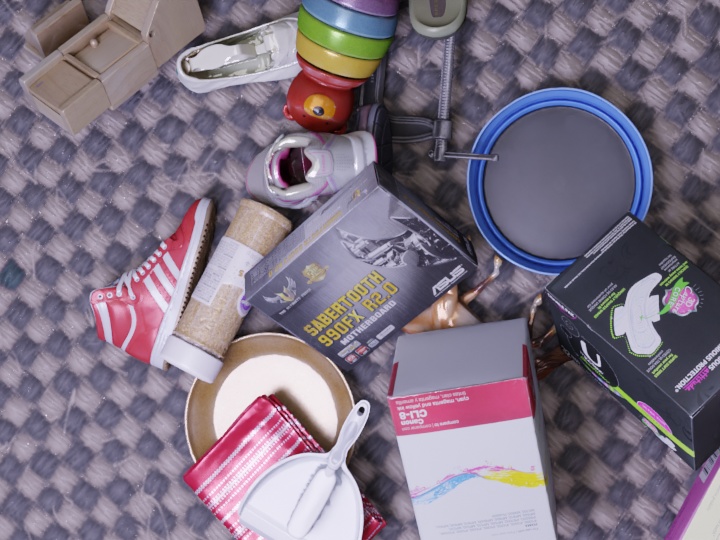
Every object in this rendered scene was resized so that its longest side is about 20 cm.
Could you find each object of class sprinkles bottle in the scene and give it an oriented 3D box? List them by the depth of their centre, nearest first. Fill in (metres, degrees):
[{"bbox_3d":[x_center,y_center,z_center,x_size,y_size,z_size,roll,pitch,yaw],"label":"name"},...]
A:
[{"bbox_3d":[-0.147,0.021,1.443,0.068,0.068,0.201,26,83,8],"label":"sprinkles bottle"}]

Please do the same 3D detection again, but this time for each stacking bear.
[{"bbox_3d":[-0.022,-0.241,1.395,0.120,0.114,0.201,16,115,-11],"label":"stacking bear"}]

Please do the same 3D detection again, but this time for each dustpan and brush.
[{"bbox_3d":[-0.038,0.223,1.393,0.139,0.057,0.201,30,96,7],"label":"dustpan and brush"}]

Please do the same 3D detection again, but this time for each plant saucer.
[{"bbox_3d":[-0.099,0.170,1.473,0.198,0.035,0.203,0,91,10],"label":"plant saucer"}]

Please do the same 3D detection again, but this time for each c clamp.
[{"bbox_3d":[0.074,-0.216,1.432,0.169,0.027,0.202,-1,90,28],"label":"c clamp"}]

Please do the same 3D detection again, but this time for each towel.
[{"bbox_3d":[-0.087,0.253,1.444,0.145,0.022,0.200,-44,85,8],"label":"towel"}]

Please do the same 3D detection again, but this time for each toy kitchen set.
[{"bbox_3d":[-0.308,-0.296,1.404,0.163,0.181,0.200,33,65,29],"label":"toy kitchen set"}]

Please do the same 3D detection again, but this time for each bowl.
[{"bbox_3d":[0.215,-0.095,1.416,0.198,0.039,0.203,0,91,9],"label":"bowl"}]

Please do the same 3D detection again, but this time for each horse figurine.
[{"bbox_3d":[0.136,0.060,1.425,0.200,0.050,0.133,39,100,5],"label":"horse figurine"}]

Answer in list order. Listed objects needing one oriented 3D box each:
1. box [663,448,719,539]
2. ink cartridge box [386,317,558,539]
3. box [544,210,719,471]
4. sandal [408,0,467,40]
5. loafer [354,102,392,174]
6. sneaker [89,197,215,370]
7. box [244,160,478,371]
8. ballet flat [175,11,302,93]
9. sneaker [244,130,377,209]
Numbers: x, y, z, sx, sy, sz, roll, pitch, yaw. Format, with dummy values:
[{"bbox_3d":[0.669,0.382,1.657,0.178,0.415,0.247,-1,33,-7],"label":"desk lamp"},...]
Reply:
[{"bbox_3d":[0.440,0.276,1.358,0.199,0.097,0.177,27,95,8],"label":"box"},{"bbox_3d":[0.120,0.176,1.353,0.143,0.146,0.202,-10,111,10],"label":"ink cartridge box"},{"bbox_3d":[0.302,0.071,1.305,0.124,0.149,0.200,-40,58,-8],"label":"box"},{"bbox_3d":[0.079,-0.344,1.404,0.079,0.057,0.203,-12,65,11],"label":"sandal"},{"bbox_3d":[-0.003,-0.083,1.432,0.062,0.072,0.202,4,103,22],"label":"loafer"},{"bbox_3d":[-0.238,0.002,1.475,0.111,0.071,0.202,19,96,5],"label":"sneaker"},{"bbox_3d":[0.000,0.000,1.382,0.200,0.049,0.158,-39,124,22],"label":"box"},{"bbox_3d":[-0.115,-0.243,1.454,0.198,0.069,0.070,-14,89,9],"label":"ballet flat"},{"bbox_3d":[-0.072,-0.112,1.400,0.199,0.088,0.082,-11,83,51],"label":"sneaker"}]
